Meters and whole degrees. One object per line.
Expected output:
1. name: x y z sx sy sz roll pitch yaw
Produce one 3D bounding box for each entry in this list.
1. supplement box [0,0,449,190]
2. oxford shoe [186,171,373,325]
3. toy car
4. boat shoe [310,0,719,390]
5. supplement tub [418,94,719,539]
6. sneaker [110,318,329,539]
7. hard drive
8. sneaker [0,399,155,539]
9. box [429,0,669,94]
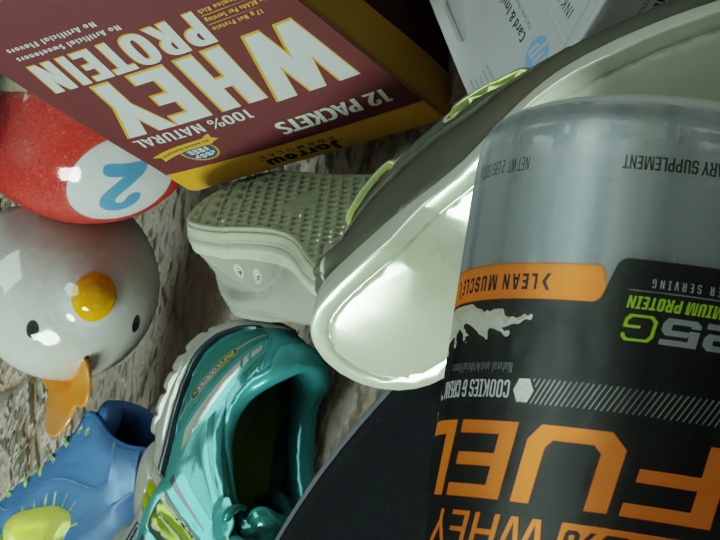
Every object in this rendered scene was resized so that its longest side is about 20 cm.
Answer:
1. supplement box: -0.069 -0.170 0.807 0.132 0.197 0.201 -14 63 30
2. oxford shoe: 0.000 0.000 0.795 0.200 0.075 0.058 10 127 55
3. toy car: -0.138 -0.016 0.967 0.177 0.183 0.201 14 107 63
4. boat shoe: 0.063 -0.036 0.643 0.201 0.072 0.060 -36 28 30
5. supplement tub: 0.077 0.064 0.528 0.122 0.122 0.201 -9 70 62
6. sneaker: -0.061 0.118 0.842 0.080 0.077 0.201 5 82 55
7. hard drive: 0.015 0.116 0.718 0.200 0.042 0.135 -55 33 37
8. sneaker: -0.135 0.118 1.003 0.200 0.076 0.105 4 70 57
9. box: 0.090 -0.154 0.700 0.200 0.041 0.156 -58 31 31
